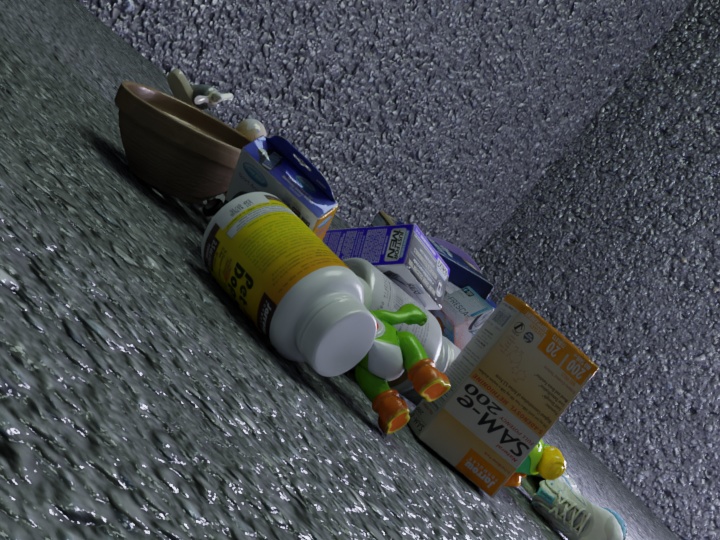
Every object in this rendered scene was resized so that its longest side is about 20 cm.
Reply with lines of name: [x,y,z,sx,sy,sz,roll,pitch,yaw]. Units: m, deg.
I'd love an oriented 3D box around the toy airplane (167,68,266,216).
toy airplane: [-0.196,-0.164,1.626,0.200,0.140,0.200,54,-11,16]

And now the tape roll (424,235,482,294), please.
tape roll: [0.084,0.040,1.738,0.200,0.199,0.066,44,-31,31]

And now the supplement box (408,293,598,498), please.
supplement box: [0.166,0.147,1.381,0.126,0.201,0.074,38,1,-15]

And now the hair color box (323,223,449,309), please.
hair color box: [0.000,0.000,1.473,0.198,0.066,0.109,-1,-32,32]

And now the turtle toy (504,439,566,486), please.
turtle toy: [0.172,0.198,1.505,0.201,0.101,0.146,53,3,-32]

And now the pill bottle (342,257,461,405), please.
pill bottle: [0.034,0.083,1.412,0.200,0.115,0.114,39,5,-33]

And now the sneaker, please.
sneaker: [0.276,0.324,1.571,0.086,0.076,0.200,30,2,-31]

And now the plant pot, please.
plant pot: [-0.218,-0.145,1.429,0.199,0.094,0.201,26,10,-5]

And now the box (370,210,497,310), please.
box: [0.112,-0.013,1.629,0.199,0.033,0.121,31,8,-15]

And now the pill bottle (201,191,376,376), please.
pill bottle: [-0.070,0.015,1.178,0.200,0.110,0.109,44,5,37]

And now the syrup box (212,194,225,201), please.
syrup box: [-0.224,-0.161,1.788,0.200,0.079,0.081,43,5,21]

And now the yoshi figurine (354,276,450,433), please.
yoshi figurine: [0.007,0.072,1.257,0.112,0.112,0.201,-16,60,-43]

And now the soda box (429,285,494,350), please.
soda box: [0.141,0.126,1.600,0.064,0.068,0.202,45,-31,45]

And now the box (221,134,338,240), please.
box: [-0.098,-0.056,1.304,0.119,0.041,0.201,42,-38,13]
